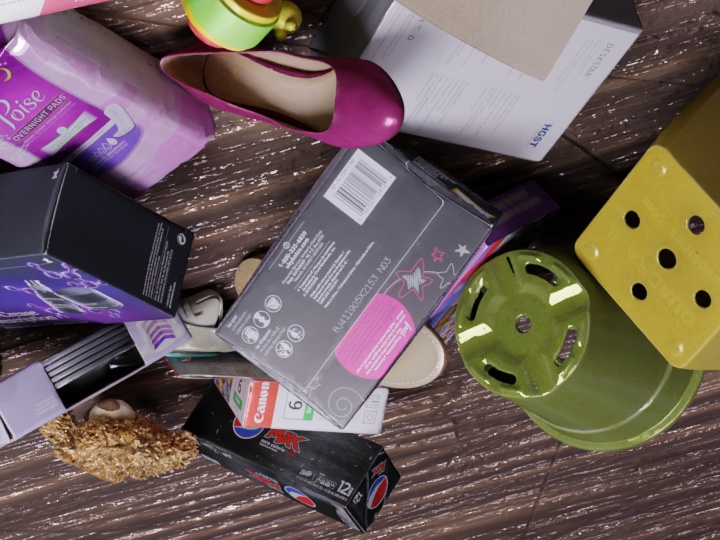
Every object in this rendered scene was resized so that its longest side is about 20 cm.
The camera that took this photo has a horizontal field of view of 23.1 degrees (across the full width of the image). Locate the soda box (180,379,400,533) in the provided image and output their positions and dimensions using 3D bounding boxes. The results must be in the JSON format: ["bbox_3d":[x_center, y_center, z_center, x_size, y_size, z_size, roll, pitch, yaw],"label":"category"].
[{"bbox_3d":[-0.066,0.170,1.648,0.199,0.071,0.063,21,156,30],"label":"soda box"}]

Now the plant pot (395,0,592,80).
[{"bbox_3d":[0.071,-0.276,1.119,0.176,0.200,0.200,14,137,-15],"label":"plant pot"}]

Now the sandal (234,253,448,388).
[{"bbox_3d":[-0.033,0.052,1.492,0.070,0.211,0.078,-24,134,-53],"label":"sandal"}]

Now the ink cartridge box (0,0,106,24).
[{"bbox_3d":[-0.225,-0.262,1.107,0.144,0.085,0.201,-12,135,0],"label":"ink cartridge box"}]

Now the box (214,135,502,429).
[{"bbox_3d":[0.000,0.000,1.387,0.132,0.115,0.200,37,100,3],"label":"box"}]

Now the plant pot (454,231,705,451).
[{"bbox_3d":[0.173,0.051,1.505,0.200,0.201,0.190,-31,160,22],"label":"plant pot"}]

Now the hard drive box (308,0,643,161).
[{"bbox_3d":[0.085,-0.175,1.334,0.199,0.077,0.156,11,137,-27],"label":"hard drive box"}]

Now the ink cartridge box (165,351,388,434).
[{"bbox_3d":[-0.086,0.103,1.611,0.199,0.109,0.051,4,107,-21],"label":"ink cartridge box"}]

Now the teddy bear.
[{"bbox_3d":[-0.220,0.150,1.618,0.144,0.067,0.200,22,178,20],"label":"teddy bear"}]

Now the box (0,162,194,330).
[{"bbox_3d":[-0.253,-0.014,1.376,0.199,0.079,0.141,-5,153,39],"label":"box"}]

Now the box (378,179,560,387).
[{"bbox_3d":[0.076,0.015,1.535,0.137,0.039,0.200,-27,159,-54],"label":"box"}]

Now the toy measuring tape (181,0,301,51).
[{"bbox_3d":[-0.121,-0.204,1.244,0.199,0.074,0.074,20,132,-36],"label":"toy measuring tape"}]

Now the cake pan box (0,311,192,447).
[{"bbox_3d":[-0.255,0.096,1.465,0.184,0.052,0.200,-32,-177,-32],"label":"cake pan box"}]

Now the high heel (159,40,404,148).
[{"bbox_3d":[-0.058,-0.127,1.271,0.096,0.200,0.068,-1,101,-40],"label":"high heel"}]

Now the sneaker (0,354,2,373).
[{"bbox_3d":[-0.385,0.069,1.537,0.090,0.079,0.200,-5,145,23],"label":"sneaker"}]

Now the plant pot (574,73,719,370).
[{"bbox_3d":[0.296,-0.034,1.422,0.176,0.200,0.200,-23,156,-43],"label":"plant pot"}]

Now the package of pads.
[{"bbox_3d":[-0.217,-0.127,1.311,0.120,0.076,0.200,-36,137,26],"label":"package of pads"}]

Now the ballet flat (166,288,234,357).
[{"bbox_3d":[-0.117,0.044,1.583,0.199,0.067,0.063,5,107,-21],"label":"ballet flat"}]
